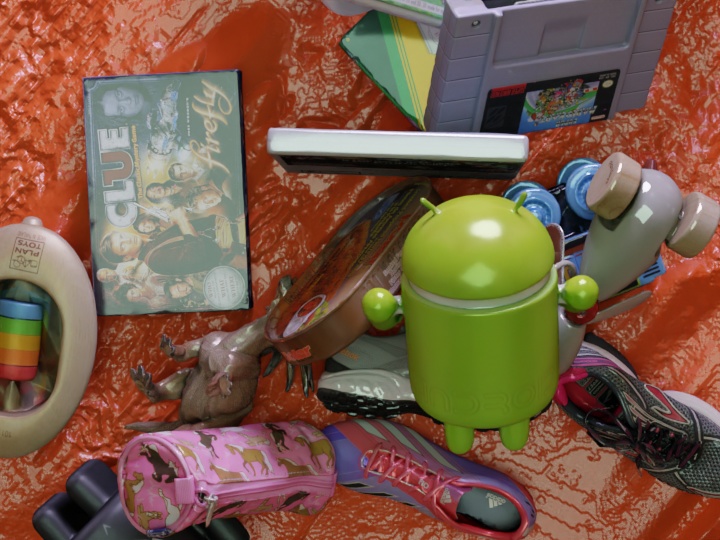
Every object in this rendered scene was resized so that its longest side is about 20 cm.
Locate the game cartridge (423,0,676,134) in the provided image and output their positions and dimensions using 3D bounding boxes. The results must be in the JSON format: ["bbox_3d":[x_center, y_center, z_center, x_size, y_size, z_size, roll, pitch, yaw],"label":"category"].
[{"bbox_3d":[0.152,-0.168,1.380,0.198,0.039,0.131,-11,133,-20],"label":"game cartridge"}]

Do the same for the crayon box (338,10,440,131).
[{"bbox_3d":[0.093,-0.214,1.435,0.200,0.058,0.119,-44,90,3],"label":"crayon box"}]

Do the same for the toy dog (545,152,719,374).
[{"bbox_3d":[0.191,-0.017,1.360,0.199,0.097,0.132,-34,109,24],"label":"toy dog"}]

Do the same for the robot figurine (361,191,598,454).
[{"bbox_3d":[0.089,0.034,1.281,0.173,0.116,0.202,-4,118,4],"label":"robot figurine"}]

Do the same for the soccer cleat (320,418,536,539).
[{"bbox_3d":[0.054,0.176,1.447,0.198,0.076,0.067,21,94,1],"label":"soccer cleat"}]

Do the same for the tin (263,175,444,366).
[{"bbox_3d":[0.000,0.000,1.395,0.042,0.112,0.200,49,55,-15],"label":"tin"}]

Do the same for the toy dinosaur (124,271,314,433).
[{"bbox_3d":[-0.110,0.097,1.449,0.200,0.135,0.086,-47,61,32],"label":"toy dinosaur"}]

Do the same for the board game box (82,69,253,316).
[{"bbox_3d":[-0.162,-0.065,1.464,0.134,0.035,0.203,-3,93,3],"label":"board game box"}]

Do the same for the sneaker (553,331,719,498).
[{"bbox_3d":[0.232,0.132,1.431,0.199,0.075,0.081,31,109,-3],"label":"sneaker"}]

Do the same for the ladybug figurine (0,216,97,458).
[{"bbox_3d":[-0.285,0.055,1.454,0.134,0.072,0.203,12,95,0],"label":"ladybug figurine"}]

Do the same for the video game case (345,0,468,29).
[{"bbox_3d":[0.073,-0.279,1.332,0.198,0.022,0.184,10,93,-38],"label":"video game case"}]

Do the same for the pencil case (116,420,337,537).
[{"bbox_3d":[-0.102,0.164,1.382,0.083,0.199,0.087,-41,67,28],"label":"pencil case"}]

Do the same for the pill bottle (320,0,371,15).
[{"bbox_3d":[-0.042,-0.310,1.390,0.112,0.112,0.200,-43,68,4],"label":"pill bottle"}]

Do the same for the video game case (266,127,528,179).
[{"bbox_3d":[0.031,-0.093,1.381,0.197,0.182,0.024,2,89,2],"label":"video game case"}]

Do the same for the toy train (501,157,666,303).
[{"bbox_3d":[0.152,-0.017,1.431,0.198,0.087,0.115,-22,98,3],"label":"toy train"}]

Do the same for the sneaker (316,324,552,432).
[{"bbox_3d":[0.065,0.087,1.446,0.197,0.074,0.080,10,69,-4],"label":"sneaker"}]

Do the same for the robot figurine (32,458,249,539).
[{"bbox_3d":[-0.180,0.251,1.434,0.200,0.125,0.150,46,136,0],"label":"robot figurine"}]
